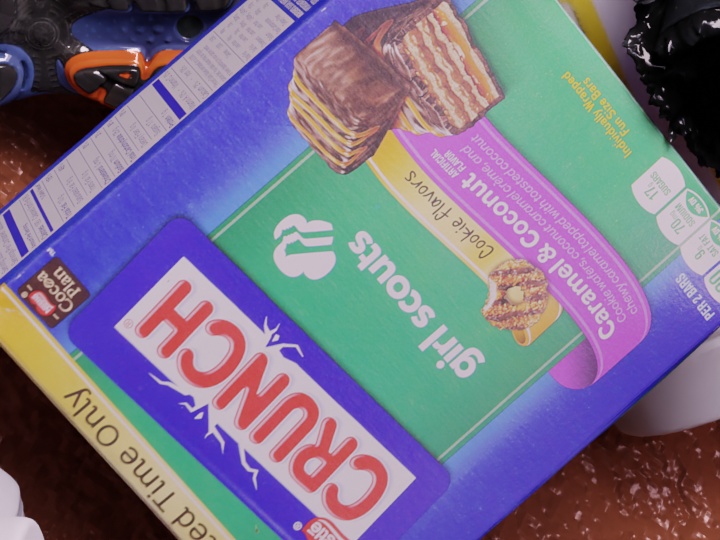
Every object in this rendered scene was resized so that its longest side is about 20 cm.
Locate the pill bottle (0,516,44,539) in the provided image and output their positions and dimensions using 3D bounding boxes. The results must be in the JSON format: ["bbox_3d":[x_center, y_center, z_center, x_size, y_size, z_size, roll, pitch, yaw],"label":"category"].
[{"bbox_3d":[-0.185,0.110,0.735,0.199,0.112,0.113,-2,65,1],"label":"pill bottle"}]

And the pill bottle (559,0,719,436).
[{"bbox_3d":[0.094,-0.050,0.985,0.114,0.114,0.201,-33,104,-35],"label":"pill bottle"}]

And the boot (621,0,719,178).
[{"bbox_3d":[0.153,-0.089,0.915,0.198,0.073,0.163,38,38,-38],"label":"boot"}]

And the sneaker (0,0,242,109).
[{"bbox_3d":[-0.123,-0.093,0.928,0.199,0.076,0.079,5,28,-6],"label":"sneaker"}]

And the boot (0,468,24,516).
[{"bbox_3d":[-0.122,0.164,0.826,0.095,0.073,0.201,32,62,-22],"label":"boot"}]

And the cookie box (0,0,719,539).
[{"bbox_3d":[0.000,0.000,0.876,0.200,0.075,0.171,-41,109,0],"label":"cookie box"}]
